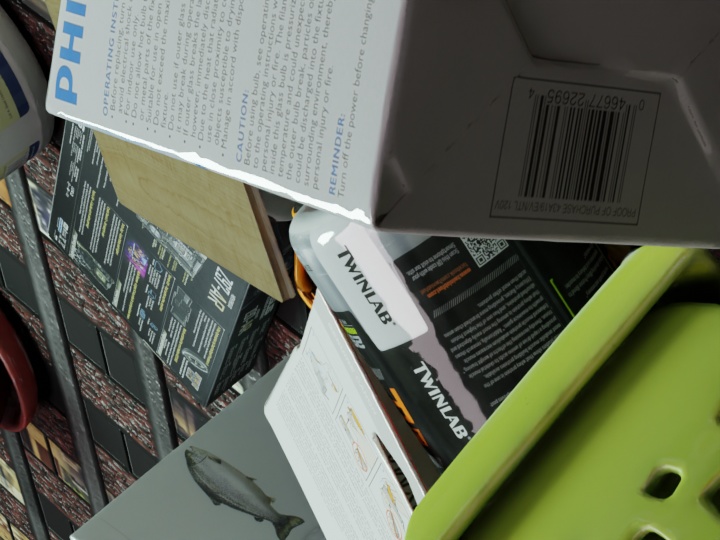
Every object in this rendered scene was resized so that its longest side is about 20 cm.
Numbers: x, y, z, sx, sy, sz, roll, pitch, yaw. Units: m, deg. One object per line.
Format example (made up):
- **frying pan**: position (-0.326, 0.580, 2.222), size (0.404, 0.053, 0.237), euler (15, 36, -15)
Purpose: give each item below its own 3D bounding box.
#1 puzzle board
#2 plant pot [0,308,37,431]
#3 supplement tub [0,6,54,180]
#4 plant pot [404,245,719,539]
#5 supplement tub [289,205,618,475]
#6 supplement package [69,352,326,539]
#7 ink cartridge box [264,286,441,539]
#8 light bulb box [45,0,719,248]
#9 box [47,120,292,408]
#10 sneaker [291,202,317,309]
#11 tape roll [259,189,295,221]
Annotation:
- **puzzle board**: position (-0.104, -0.078, 1.181), size (0.200, 0.017, 0.152), euler (28, 142, 54)
- **plant pot**: position (-0.373, 0.089, 1.775), size (0.200, 0.182, 0.201), euler (39, 153, 24)
- **supplement tub**: position (-0.310, -0.087, 1.417), size (0.145, 0.200, 0.146), euler (39, 152, 25)
- **plant pot**: position (0.144, 0.114, 0.871), size (0.181, 0.200, 0.199), euler (42, -177, 35)
- **supplement tub**: position (0.067, 0.029, 1.027), size (0.201, 0.122, 0.122), euler (56, 154, -9)
- **supplement package**: position (-0.047, 0.155, 1.292), size (0.117, 0.200, 0.118), euler (30, 148, 36)
- **ink cartridge box**: position (0.025, 0.118, 1.092), size (0.201, 0.044, 0.176), euler (63, 159, 16)
- **light bulb box**: position (0.022, -0.092, 0.824), size (0.199, 0.197, 0.126), euler (21, 104, 48)
- **box**: position (-0.119, -0.020, 1.367), size (0.160, 0.043, 0.200), euler (46, 154, 12)
- **sneaker**: position (0.000, 0.000, 1.155), size (0.078, 0.077, 0.201), euler (35, 152, 28)
- **tape roll**: position (-0.077, -0.119, 1.174), size (0.202, 0.037, 0.204), euler (39, 152, 26)
